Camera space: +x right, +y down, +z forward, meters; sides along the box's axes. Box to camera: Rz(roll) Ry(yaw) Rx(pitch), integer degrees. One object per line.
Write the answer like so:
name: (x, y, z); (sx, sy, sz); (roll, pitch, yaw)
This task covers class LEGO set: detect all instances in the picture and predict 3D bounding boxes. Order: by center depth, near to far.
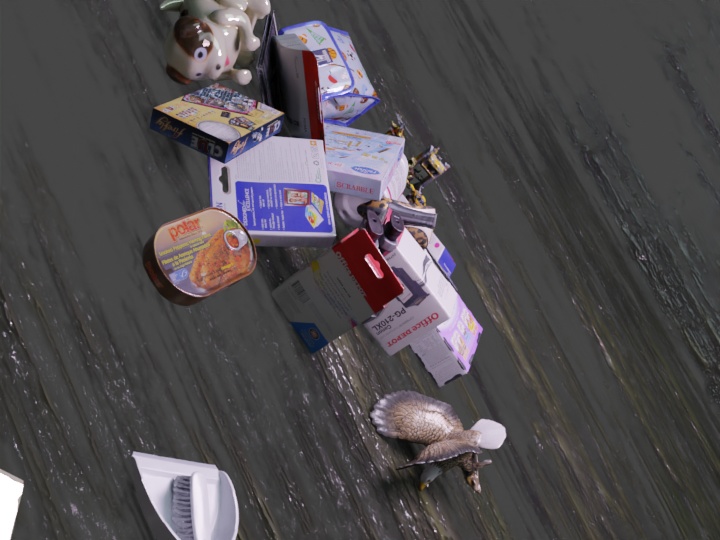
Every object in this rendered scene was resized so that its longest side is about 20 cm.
LEGO set: (0.106, -0.231, 1.851); (0.201, 0.115, 0.154); (52, 29, -10)

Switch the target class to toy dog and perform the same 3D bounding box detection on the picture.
toy dog: (-0.250, -0.386, 1.424); (0.191, 0.140, 0.202); (30, 36, -11)

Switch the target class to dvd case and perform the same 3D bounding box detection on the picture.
dvd case: (-0.159, -0.352, 1.571); (0.203, 0.016, 0.151); (-87, 172, -46)

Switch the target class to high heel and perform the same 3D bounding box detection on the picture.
high heel: (0.065, -0.092, 1.578); (0.200, 0.139, 0.073); (75, 25, -84)

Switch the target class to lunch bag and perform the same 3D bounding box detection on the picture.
lunch bag: (-0.071, -0.390, 1.721); (0.198, 0.123, 0.173); (-6, 67, -57)

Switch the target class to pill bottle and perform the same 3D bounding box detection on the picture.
pill bottle: (0.026, -0.166, 1.666); (0.114, 0.112, 0.201); (51, 29, -11)

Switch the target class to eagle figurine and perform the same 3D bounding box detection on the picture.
eagle figurine: (0.126, 0.279, 1.383); (0.200, 0.149, 0.154); (42, 52, -36)

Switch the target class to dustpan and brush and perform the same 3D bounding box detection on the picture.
dustpan and brush: (-0.176, 0.292, 0.954); (0.138, 0.057, 0.204); (24, 43, -46)

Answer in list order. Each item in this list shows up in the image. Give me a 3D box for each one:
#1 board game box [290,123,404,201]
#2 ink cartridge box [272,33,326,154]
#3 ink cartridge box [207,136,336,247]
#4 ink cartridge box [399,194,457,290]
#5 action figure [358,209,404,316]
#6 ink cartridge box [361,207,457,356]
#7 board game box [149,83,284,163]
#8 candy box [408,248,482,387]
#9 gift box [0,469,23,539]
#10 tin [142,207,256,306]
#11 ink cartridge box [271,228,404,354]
board game box: (-0.035, -0.200, 1.552); (0.195, 0.042, 0.200); (12, 31, 10)
ink cartridge box: (-0.105, -0.305, 1.508); (0.201, 0.046, 0.164); (-118, -159, -59)
ink cartridge box: (-0.145, -0.128, 1.382); (0.195, 0.047, 0.202); (1, 57, -15)
ink cartridge box: (0.137, -0.056, 1.736); (0.202, 0.037, 0.095); (57, 4, 29)
action figure: (0.000, 0.000, 1.386); (0.128, 0.202, 0.070); (11, 34, -30)
ink cartridge box: (0.050, 0.022, 1.486); (0.201, 0.144, 0.085); (50, 27, -13)
board game box: (-0.219, -0.234, 1.359); (0.133, 0.035, 0.200); (25, 28, 10)
candy box: (0.135, 0.086, 1.636); (0.202, 0.071, 0.168); (54, 28, -9)
gift box: (-0.379, 0.196, 0.618); (0.187, 0.182, 0.203); (44, 27, -40)
tin: (-0.221, -0.021, 1.206); (0.114, 0.041, 0.199); (62, 32, -1)
ink cartridge box: (-0.025, 0.023, 1.309); (0.117, 0.198, 0.067); (55, 30, -3)
